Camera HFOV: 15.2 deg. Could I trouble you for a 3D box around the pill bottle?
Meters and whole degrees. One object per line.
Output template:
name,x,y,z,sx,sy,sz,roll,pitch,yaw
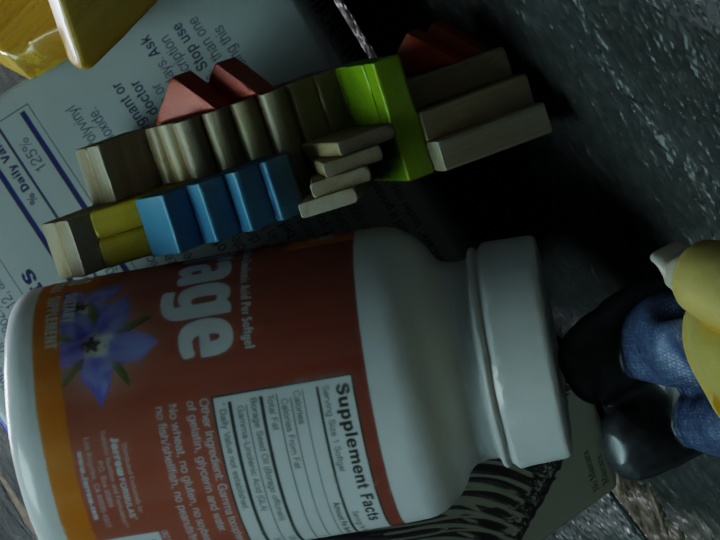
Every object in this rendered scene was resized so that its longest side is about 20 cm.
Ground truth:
pill bottle,-0.025,0.045,1.014,0.112,0.199,0.113,-10,-90,-85

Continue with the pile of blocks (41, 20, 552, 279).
pile of blocks,-0.032,-0.052,1.012,0.082,0.199,0.062,-62,-46,-80

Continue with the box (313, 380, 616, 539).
box,0.008,0.105,1.148,0.068,0.200,0.082,35,153,48

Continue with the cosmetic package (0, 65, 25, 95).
cosmetic package,-0.174,-0.092,1.503,0.107,0.090,0.200,58,167,4

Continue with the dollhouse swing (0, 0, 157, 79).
dollhouse swing,-0.145,-0.210,1.075,0.176,0.182,0.200,48,170,-30

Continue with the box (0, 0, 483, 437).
box,-0.071,-0.013,1.117,0.184,0.200,0.105,58,-172,-6

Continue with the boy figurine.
boy figurine,0.140,0.047,0.909,0.125,0.064,0.200,63,166,-12
